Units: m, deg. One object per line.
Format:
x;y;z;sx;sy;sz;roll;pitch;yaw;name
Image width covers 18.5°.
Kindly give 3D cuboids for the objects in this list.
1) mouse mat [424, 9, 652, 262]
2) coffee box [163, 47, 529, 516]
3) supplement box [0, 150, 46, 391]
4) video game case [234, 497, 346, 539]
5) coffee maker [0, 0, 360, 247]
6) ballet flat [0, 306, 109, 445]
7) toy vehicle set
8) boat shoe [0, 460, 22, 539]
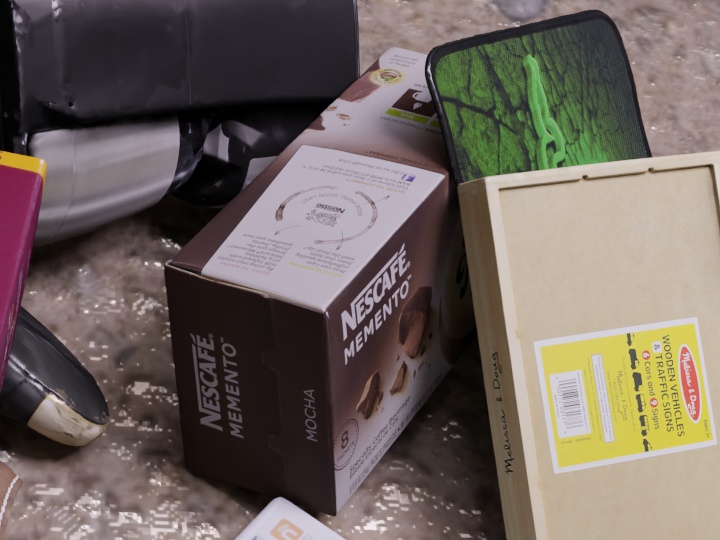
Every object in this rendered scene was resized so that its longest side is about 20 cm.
0.100;-0.016;1.020;0.160;0.007;0.202;-20;96;-50;mouse mat
0.000;0.000;0.995;0.079;0.114;0.200;16;39;23;coffee box
-0.188;0.039;0.813;0.109;0.086;0.201;12;40;-7;supplement box
-0.014;0.196;0.861;0.181;0.023;0.200;31;44;15;video game case
-0.102;-0.107;1.010;0.199;0.193;0.135;-13;39;-41;coffee maker
-0.196;0.023;0.974;0.199;0.057;0.066;31;8;10;ballet flat
0.115;0.053;0.963;0.123;0.026;0.202;-6;86;-26;toy vehicle set
-0.156;0.150;0.834;0.072;0.072;0.201;29;39;-12;boat shoe
